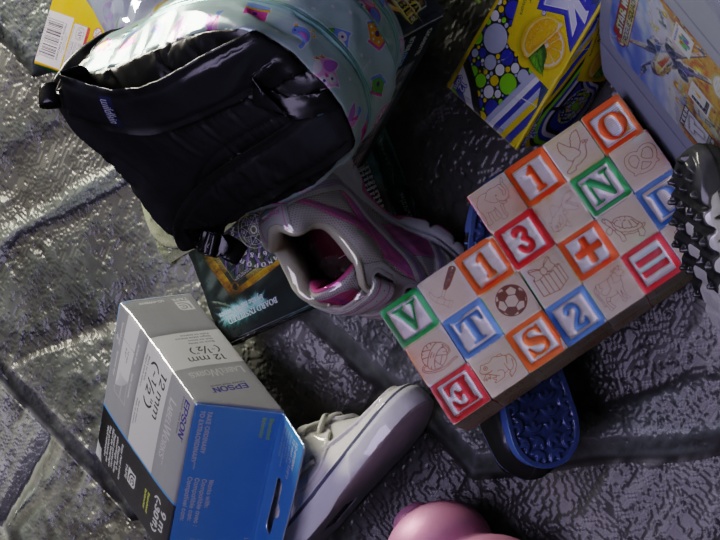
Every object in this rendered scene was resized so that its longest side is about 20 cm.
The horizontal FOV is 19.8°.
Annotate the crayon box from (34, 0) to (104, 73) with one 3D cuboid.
[{"bbox_3d":[-0.151,-0.223,1.480,0.119,0.058,0.200,23,97,40],"label":"crayon box"}]

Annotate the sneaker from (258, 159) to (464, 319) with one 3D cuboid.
[{"bbox_3d":[0.000,0.000,1.368,0.200,0.088,0.081,37,135,-23],"label":"sneaker"}]

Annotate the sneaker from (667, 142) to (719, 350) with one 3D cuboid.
[{"bbox_3d":[0.244,0.007,1.217,0.066,0.090,0.200,-132,19,-69],"label":"sneaker"}]

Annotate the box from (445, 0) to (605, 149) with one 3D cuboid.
[{"bbox_3d":[0.138,-0.176,1.291,0.070,0.064,0.200,44,124,24],"label":"box"}]

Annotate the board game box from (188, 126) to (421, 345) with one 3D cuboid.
[{"bbox_3d":[-0.048,-0.038,1.492,0.200,0.028,0.135,-24,84,39],"label":"board game box"}]

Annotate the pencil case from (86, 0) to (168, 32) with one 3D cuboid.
[{"bbox_3d":[-0.152,-0.211,1.385,0.200,0.083,0.091,58,137,29],"label":"pencil case"}]

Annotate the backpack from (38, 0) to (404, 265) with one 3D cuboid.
[{"bbox_3d":[-0.072,-0.111,1.241,0.167,0.127,0.200,43,141,-23],"label":"backpack"}]

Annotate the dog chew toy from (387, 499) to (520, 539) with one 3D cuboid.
[{"bbox_3d":[0.088,0.235,1.384,0.200,0.124,0.125,50,125,29],"label":"dog chew toy"}]

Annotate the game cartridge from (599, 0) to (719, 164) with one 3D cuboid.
[{"bbox_3d":[0.192,-0.128,1.198,0.133,0.042,0.200,50,165,19],"label":"game cartridge"}]

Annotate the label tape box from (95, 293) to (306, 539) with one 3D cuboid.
[{"bbox_3d":[-0.121,0.131,1.515,0.200,0.066,0.143,50,135,46],"label":"label tape box"}]

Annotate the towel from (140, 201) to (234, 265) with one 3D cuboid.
[{"bbox_3d":[-0.122,-0.119,1.505,0.148,0.036,0.200,-33,65,35],"label":"towel"}]

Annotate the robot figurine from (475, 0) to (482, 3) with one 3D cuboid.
[{"bbox_3d":[0.029,-0.261,1.327,0.200,0.116,0.176,44,119,23],"label":"robot figurine"}]

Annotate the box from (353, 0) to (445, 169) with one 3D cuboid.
[{"bbox_3d":[-0.034,-0.166,1.349,0.159,0.046,0.200,54,153,13],"label":"box"}]

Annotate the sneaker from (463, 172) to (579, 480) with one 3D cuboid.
[{"bbox_3d":[0.098,0.039,1.366,0.078,0.070,0.200,137,130,-71],"label":"sneaker"}]

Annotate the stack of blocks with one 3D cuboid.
[{"bbox_3d":[0.113,-0.003,1.288,0.200,0.059,0.115,-35,76,6],"label":"stack of blocks"}]

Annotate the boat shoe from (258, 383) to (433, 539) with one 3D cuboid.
[{"bbox_3d":[-0.021,0.136,1.483,0.066,0.072,0.200,49,133,15],"label":"boat shoe"}]
